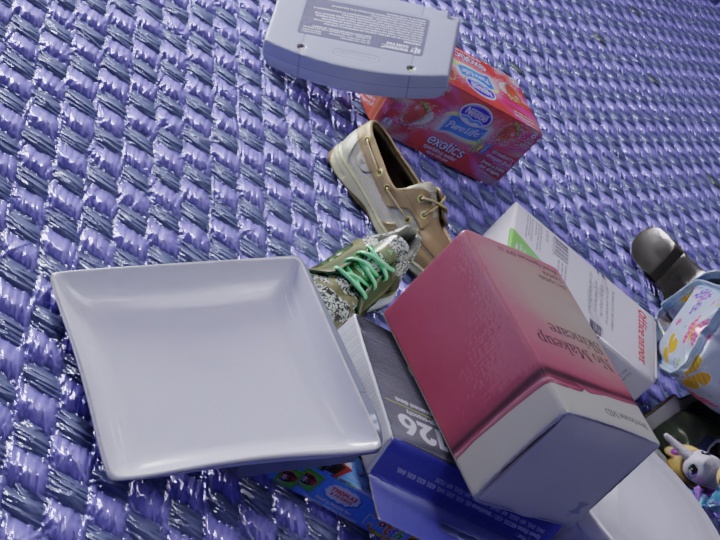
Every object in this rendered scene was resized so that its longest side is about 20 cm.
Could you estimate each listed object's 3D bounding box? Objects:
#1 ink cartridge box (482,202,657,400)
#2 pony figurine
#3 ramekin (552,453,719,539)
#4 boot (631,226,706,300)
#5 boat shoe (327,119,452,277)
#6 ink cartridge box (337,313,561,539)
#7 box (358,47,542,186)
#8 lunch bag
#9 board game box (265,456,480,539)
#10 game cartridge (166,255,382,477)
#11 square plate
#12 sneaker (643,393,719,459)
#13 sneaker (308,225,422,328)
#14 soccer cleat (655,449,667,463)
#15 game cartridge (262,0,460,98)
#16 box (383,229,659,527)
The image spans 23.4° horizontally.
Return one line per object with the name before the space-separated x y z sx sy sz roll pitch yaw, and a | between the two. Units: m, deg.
ink cartridge box | 0.202 0.046 1.772 0.200 0.084 0.146 39 26 -10
pony figurine | 0.387 0.224 1.626 0.193 0.167 0.200 47 -19 -16
ramekin | 0.216 0.231 1.495 0.202 0.094 0.203 35 27 -21
boot | 0.409 0.031 2.136 0.075 0.074 0.200 33 23 -45
boat shoe | 0.048 -0.064 1.728 0.200 0.066 0.074 50 26 13
ink cartridge box | 0.075 0.146 1.388 0.197 0.047 0.200 29 25 -34
box | 0.098 -0.189 1.963 0.199 0.095 0.100 23 33 -38
lunch bag | 0.393 0.089 1.777 0.169 0.127 0.200 34 1 -4
board game box | 0.010 0.146 1.382 0.200 0.037 0.152 33 27 -26
game cartridge | -0.077 0.066 1.312 0.132 0.042 0.200 -2 44 -27
square plate | -0.108 0.070 1.248 0.199 0.029 0.199 -4 45 -23
sneaker | 0.348 0.178 1.806 0.090 0.067 0.200 56 19 16
sneaker | 0.000 0.000 1.530 0.077 0.089 0.200 45 25 1
soccer cleat | 0.249 0.175 1.650 0.199 0.078 0.069 14 38 -48
game cartridge | 0.001 -0.242 1.845 0.199 0.041 0.133 11 41 2
box | 0.125 0.085 1.381 0.128 0.109 0.200 21 32 -43
